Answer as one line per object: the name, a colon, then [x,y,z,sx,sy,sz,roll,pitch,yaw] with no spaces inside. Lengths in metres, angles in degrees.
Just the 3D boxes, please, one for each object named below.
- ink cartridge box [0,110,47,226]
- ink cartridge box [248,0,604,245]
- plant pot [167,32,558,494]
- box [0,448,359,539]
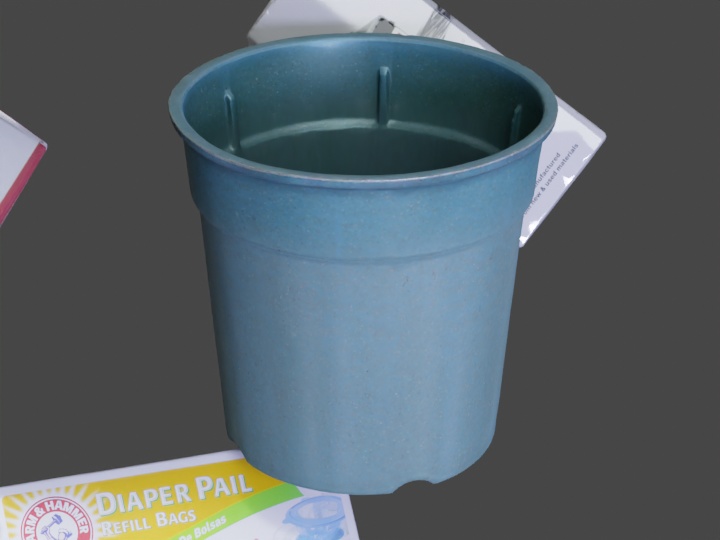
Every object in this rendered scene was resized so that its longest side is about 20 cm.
ink cartridge box: [-0.254,0.000,1.295,0.083,0.200,0.147,33,65,-8]
ink cartridge box: [0.034,-0.105,1.439,0.200,0.147,0.083,37,89,-1]
plant pot: [0.000,0.000,1.293,0.200,0.200,0.196,-9,117,-20]
box: [-0.108,0.167,1.334,0.200,0.101,0.113,-8,74,-20]
